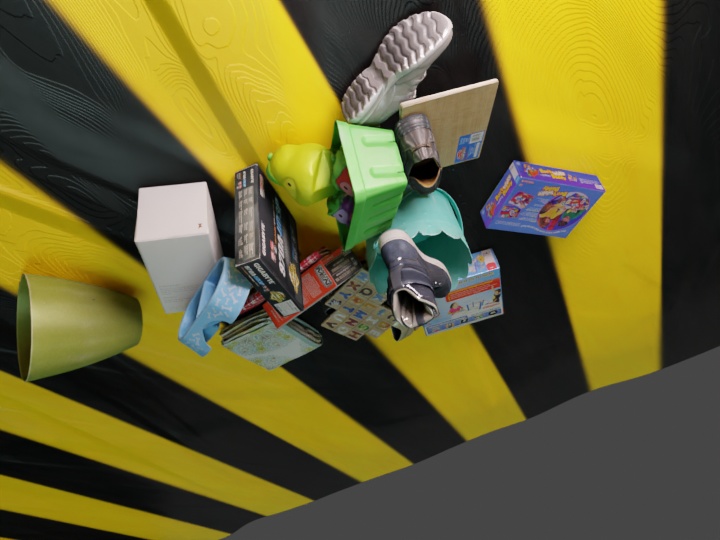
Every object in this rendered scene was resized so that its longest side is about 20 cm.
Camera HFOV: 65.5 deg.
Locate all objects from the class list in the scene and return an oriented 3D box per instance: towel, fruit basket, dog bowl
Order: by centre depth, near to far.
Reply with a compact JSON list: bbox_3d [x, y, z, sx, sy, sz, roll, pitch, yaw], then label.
[{"bbox_3d":[-0.044,-0.133,0.880,0.210,0.159,0.216,-13,161,-4],"label":"fruit basket"},{"bbox_3d":[-0.243,0.057,0.926,0.049,0.113,0.200,26,128,-26],"label":"dog bowl"},{"bbox_3d":[-0.148,0.017,1.063,0.198,0.023,0.145,-35,-179,8],"label":"towel"},{"bbox_3d":[-0.207,0.160,1.308,0.169,0.049,0.200,-25,141,21],"label":"towel"}]

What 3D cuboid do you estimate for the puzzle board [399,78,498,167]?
[{"bbox_3d":[0.132,-0.223,0.897,0.147,0.018,0.201,-16,159,-3],"label":"puzzle board"}]

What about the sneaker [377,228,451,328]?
[{"bbox_3d":[0.104,0.040,0.933,0.076,0.149,0.201,-31,140,23],"label":"sneaker"}]

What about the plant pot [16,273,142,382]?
[{"bbox_3d":[-0.525,0.101,1.058,0.197,0.190,0.188,-1,145,-39],"label":"plant pot"}]

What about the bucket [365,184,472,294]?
[{"bbox_3d":[0.101,-0.052,1.046,0.202,0.137,0.209,-8,144,-6],"label":"bucket"}]

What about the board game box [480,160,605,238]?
[{"bbox_3d":[0.351,-0.133,1.087,0.195,0.046,0.136,5,139,-21],"label":"board game box"}]

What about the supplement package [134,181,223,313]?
[{"bbox_3d":[-0.304,-0.035,0.970,0.114,0.119,0.202,-6,143,-9],"label":"supplement package"}]

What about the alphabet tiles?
[{"bbox_3d":[0.009,0.083,1.186,0.165,0.008,0.200,26,131,-27],"label":"alphabet tiles"}]

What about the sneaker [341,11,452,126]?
[{"bbox_3d":[0.059,-0.285,0.807,0.081,0.076,0.199,7,147,-47],"label":"sneaker"}]

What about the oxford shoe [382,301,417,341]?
[{"bbox_3d":[0.078,0.083,1.234,0.074,0.070,0.202,-41,130,-17],"label":"oxford shoe"}]

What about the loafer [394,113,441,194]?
[{"bbox_3d":[0.096,-0.162,0.893,0.071,0.074,0.200,-19,159,10],"label":"loafer"}]

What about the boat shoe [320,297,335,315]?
[{"bbox_3d":[-0.004,0.085,1.257,0.196,0.058,0.069,12,137,-28],"label":"boat shoe"}]

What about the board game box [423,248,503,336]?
[{"bbox_3d":[0.222,0.055,1.283,0.195,0.057,0.197,-17,142,6],"label":"board game box"}]

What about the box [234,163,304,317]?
[{"bbox_3d":[-0.151,-0.048,0.928,0.045,0.203,0.160,-18,142,11],"label":"box"}]

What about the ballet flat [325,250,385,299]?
[{"bbox_3d":[0.000,0.000,1.151,0.196,0.069,0.076,-20,127,13],"label":"ballet flat"}]

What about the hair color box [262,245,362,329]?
[{"bbox_3d":[-0.097,0.033,1.106,0.199,0.062,0.101,-35,180,37],"label":"hair color box"}]

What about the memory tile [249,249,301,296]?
[{"bbox_3d":[-0.207,0.030,1.088,0.199,0.017,0.153,-38,-179,29],"label":"memory tile"}]
